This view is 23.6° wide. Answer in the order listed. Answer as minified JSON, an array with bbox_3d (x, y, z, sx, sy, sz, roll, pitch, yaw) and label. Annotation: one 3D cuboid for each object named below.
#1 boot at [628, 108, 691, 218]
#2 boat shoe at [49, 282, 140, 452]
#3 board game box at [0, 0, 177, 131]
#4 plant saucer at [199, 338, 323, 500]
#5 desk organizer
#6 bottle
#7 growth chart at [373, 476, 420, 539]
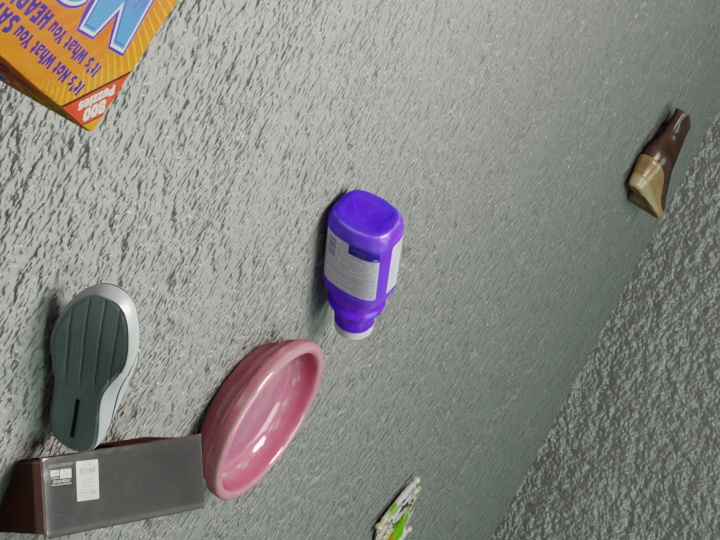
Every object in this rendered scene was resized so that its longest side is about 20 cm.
[{"bbox_3d":[0.550,-0.189,3.101,0.167,0.072,0.200,-56,158,-5],"label":"boot"},{"bbox_3d":[-0.226,0.070,1.480,0.067,0.073,0.200,-62,179,-46],"label":"boat shoe"},{"bbox_3d":[-0.193,-0.227,0.864,0.200,0.200,0.200,-58,162,-5],"label":"board game box"},{"bbox_3d":[-0.117,0.158,1.915,0.201,0.051,0.201,-50,159,-27],"label":"plant saucer"},{"bbox_3d":[-0.241,0.197,1.597,0.200,0.077,0.072,-3,89,-51],"label":"desk organizer"},{"bbox_3d":[0.000,0.000,1.921,0.065,0.083,0.200,-47,158,-33],"label":"bottle"},{"bbox_3d":[0.057,0.418,2.840,0.145,0.018,0.200,-49,160,-32],"label":"growth chart"}]
